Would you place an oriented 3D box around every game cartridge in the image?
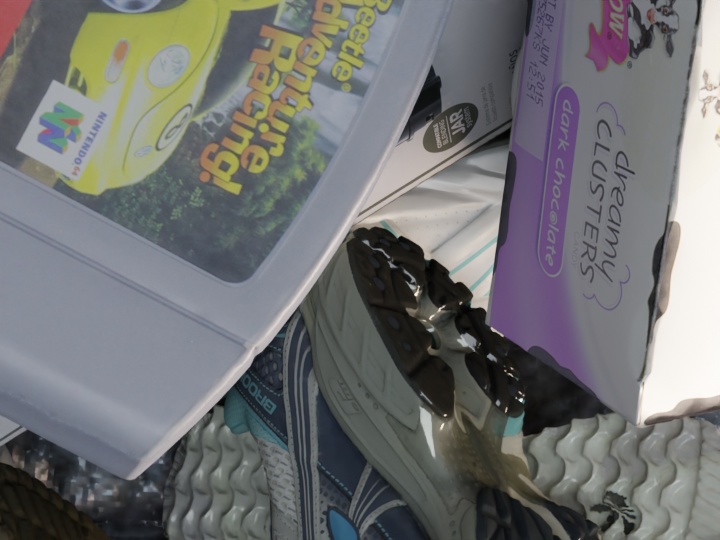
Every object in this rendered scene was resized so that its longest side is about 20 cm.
[{"bbox_3d":[-0.052,-0.058,0.726,0.133,0.041,0.200,28,81,-8],"label":"game cartridge"}]

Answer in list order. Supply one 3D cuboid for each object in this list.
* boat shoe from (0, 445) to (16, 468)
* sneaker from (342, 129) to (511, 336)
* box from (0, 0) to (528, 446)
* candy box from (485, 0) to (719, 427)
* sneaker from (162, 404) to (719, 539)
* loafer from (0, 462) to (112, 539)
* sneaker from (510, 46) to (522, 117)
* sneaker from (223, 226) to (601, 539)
[{"bbox_3d":[-0.204,0.082,0.888,0.200,0.074,0.067,-24,110,-2],"label":"boat shoe"},{"bbox_3d":[0.000,0.000,0.902,0.200,0.070,0.080,-12,111,-7],"label":"sneaker"},{"bbox_3d":[-0.049,-0.044,0.805,0.200,0.060,0.117,-33,152,-9],"label":"box"},{"bbox_3d":[0.140,-0.061,0.779,0.200,0.072,0.168,-8,117,-32],"label":"candy box"},{"bbox_3d":[0.038,0.086,0.912,0.200,0.100,0.070,2,72,28],"label":"sneaker"},{"bbox_3d":[-0.074,0.131,0.896,0.067,0.076,0.200,-34,125,14],"label":"loafer"},{"bbox_3d":[0.110,-0.046,0.882,0.074,0.082,0.200,-35,141,28],"label":"sneaker"},{"bbox_3d":[0.021,0.091,0.829,0.078,0.200,0.086,13,135,-46],"label":"sneaker"}]
